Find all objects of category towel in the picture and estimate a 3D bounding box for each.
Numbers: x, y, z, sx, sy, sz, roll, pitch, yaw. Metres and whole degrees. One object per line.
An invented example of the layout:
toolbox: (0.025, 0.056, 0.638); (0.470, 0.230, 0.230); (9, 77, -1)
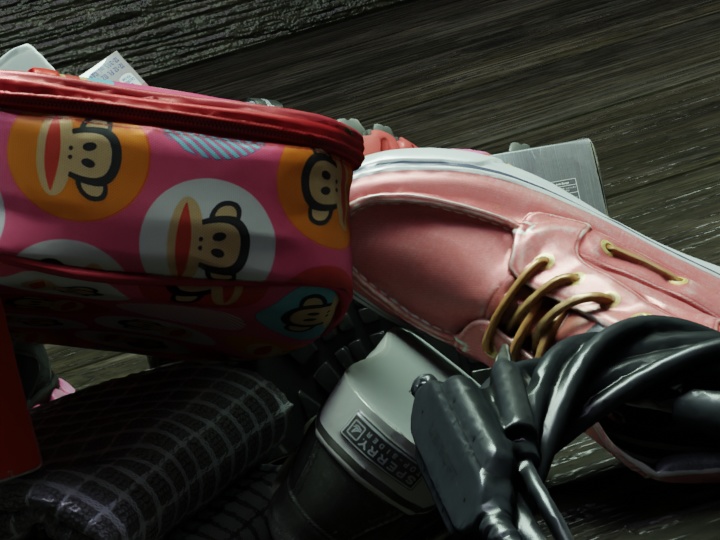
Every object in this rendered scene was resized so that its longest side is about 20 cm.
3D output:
towel: (-0.137, 0.098, 0.843); (0.200, 0.086, 0.166); (-11, 11, 21)

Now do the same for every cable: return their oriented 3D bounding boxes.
cable: (0.106, 0.075, 0.688); (0.163, 0.051, 0.200); (-1, 24, -14)

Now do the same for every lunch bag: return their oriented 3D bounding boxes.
lunch bag: (-0.103, -0.014, 0.815); (0.176, 0.082, 0.200); (6, -9, -16)

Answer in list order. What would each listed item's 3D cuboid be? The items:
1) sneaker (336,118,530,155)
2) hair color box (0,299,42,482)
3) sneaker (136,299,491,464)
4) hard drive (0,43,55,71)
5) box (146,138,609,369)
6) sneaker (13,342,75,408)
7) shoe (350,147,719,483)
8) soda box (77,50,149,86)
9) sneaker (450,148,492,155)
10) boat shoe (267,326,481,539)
sneaker: (0.052, -0.016, 1.193); (0.200, 0.098, 0.071); (5, -33, -38)
hair color box: (-0.211, 0.052, 0.783); (0.111, 0.064, 0.200); (-19, 12, -39)
sneaker: (-0.014, 0.043, 0.990); (0.200, 0.076, 0.088); (-13, 5, 14)
hard drive: (-0.188, -0.027, 1.049); (0.132, 0.027, 0.200); (-42, -4, -11)
box: (0.000, 0.000, 1.039); (0.199, 0.048, 0.158); (-10, -13, -7)
sneaker: (-0.195, 0.061, 1.089); (0.079, 0.096, 0.200); (-11, 13, 12)
shoe: (0.073, 0.015, 0.828); (0.200, 0.072, 0.091); (20, 15, -2)
soda box: (-0.157, -0.005, 0.952); (0.200, 0.063, 0.070); (-40, -6, -32)
sneaker: (-0.010, -0.025, 1.301); (0.200, 0.081, 0.086); (-15, 12, 7)
boat shoe: (0.011, 0.067, 0.830); (0.064, 0.071, 0.200); (-50, -11, 10)
